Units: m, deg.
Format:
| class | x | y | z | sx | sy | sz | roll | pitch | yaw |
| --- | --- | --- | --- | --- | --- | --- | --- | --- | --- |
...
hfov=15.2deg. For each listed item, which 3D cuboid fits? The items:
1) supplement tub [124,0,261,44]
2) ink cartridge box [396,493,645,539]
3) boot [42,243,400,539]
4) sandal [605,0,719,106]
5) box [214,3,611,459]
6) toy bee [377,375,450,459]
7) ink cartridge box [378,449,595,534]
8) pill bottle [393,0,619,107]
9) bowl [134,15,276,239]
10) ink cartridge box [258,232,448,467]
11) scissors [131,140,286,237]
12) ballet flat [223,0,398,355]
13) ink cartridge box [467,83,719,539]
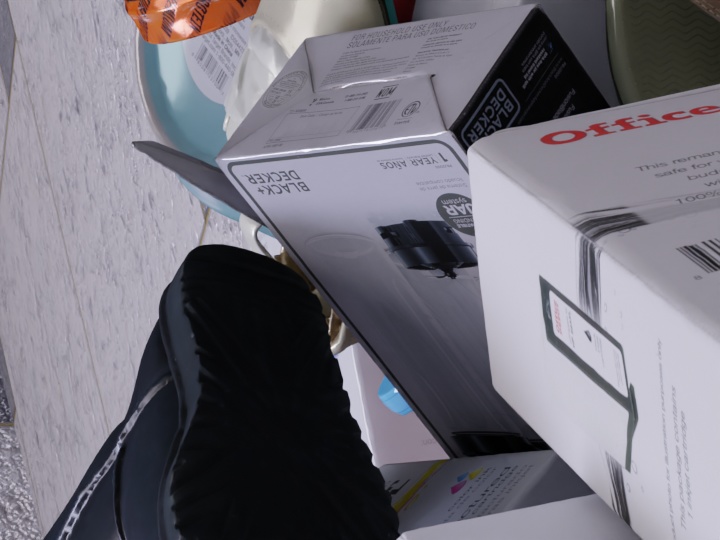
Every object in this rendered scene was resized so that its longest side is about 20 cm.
| class | x | y | z | sx | sy | sz | roll | pitch | yaw |
| --- | --- | --- | --- | --- | --- | --- | --- | --- | --- |
| supplement tub | -0.078 | -0.193 | 0.982 | 0.201 | 0.122 | 0.122 | 64 | 170 | -17 |
| ink cartridge box | 0.116 | 0.133 | 0.738 | 0.084 | 0.199 | 0.147 | -133 | 35 | -66 |
| boot | -0.059 | 0.111 | 0.878 | 0.201 | 0.076 | 0.169 | -103 | 34 | -53 |
| sandal | 0.112 | -0.110 | 0.822 | 0.057 | 0.079 | 0.202 | -139 | 40 | -85 |
| box | 0.057 | 0.010 | 0.899 | 0.116 | 0.060 | 0.200 | -4 | 132 | 48 |
| toy bee | 0.066 | 0.044 | 1.072 | 0.109 | 0.131 | 0.201 | -43 | 32 | 33 |
| ink cartridge box | 0.016 | 0.140 | 0.901 | 0.083 | 0.146 | 0.200 | 44 | 165 | -8 |
| pill bottle | 0.060 | -0.088 | 0.986 | 0.200 | 0.112 | 0.113 | -149 | 51 | -71 |
| bowl | -0.022 | -0.094 | 1.154 | 0.200 | 0.105 | 0.202 | 5 | 97 | 47 |
| ink cartridge box | 0.012 | 0.017 | 1.299 | 0.146 | 0.085 | 0.201 | 137 | 124 | -72 |
| scissors | 0.000 | 0.000 | 0.931 | 0.014 | 0.199 | 0.074 | -2 | 83 | 46 |
| ballet flat | -0.016 | -0.041 | 0.974 | 0.201 | 0.069 | 0.070 | 80 | 170 | -49 |
| ink cartridge box | 0.129 | 0.014 | 0.719 | 0.200 | 0.145 | 0.085 | -133 | 34 | -67 |
